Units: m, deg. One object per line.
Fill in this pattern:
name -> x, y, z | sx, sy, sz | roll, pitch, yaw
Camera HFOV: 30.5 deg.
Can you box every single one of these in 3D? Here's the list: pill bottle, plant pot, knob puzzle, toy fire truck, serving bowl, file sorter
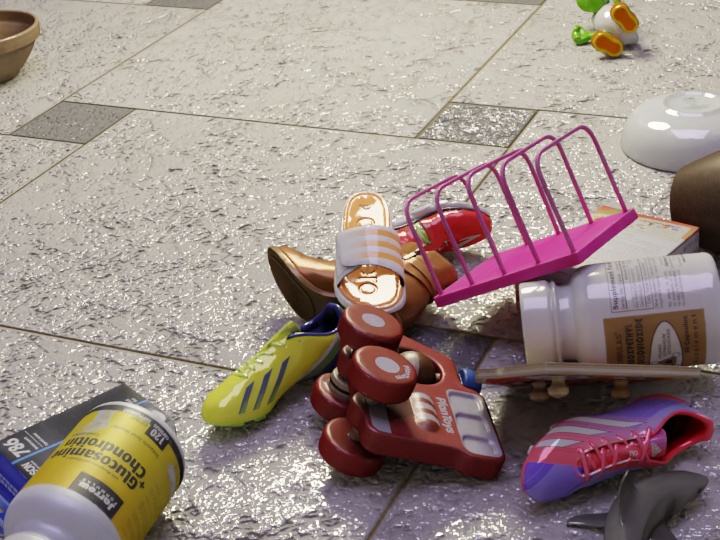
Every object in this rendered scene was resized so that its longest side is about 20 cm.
pill bottle -> -0.242, 0.213, 1.164 | 0.111, 0.113, 0.200 | 5, 30, 18
plant pot -> 0.472, -0.080, 1.548 | 0.199, 0.188, 0.187 | 0, 25, 41
knob puzzle -> 0.200, 0.113, 1.292 | 0.218, 0.031, 0.220 | -1, -8, 0
toy fire truck -> 0.048, 0.126, 1.307 | 0.167, 0.113, 0.200 | 15, 25, -15
serving bowl -> 0.470, -0.209, 1.873 | 0.199, 0.066, 0.200 | -4, 28, 2
file sorter -> 0.168, -0.063, 1.441 | 0.199, 0.126, 0.139 | -20, 8, 42
pill bottle -> 0.267, 0.048, 1.361 | 0.198, 0.115, 0.115 | -6, 28, 8
plant pot -> -0.664, -0.391, 2.353 | 0.199, 0.093, 0.201 | -4, 29, 2

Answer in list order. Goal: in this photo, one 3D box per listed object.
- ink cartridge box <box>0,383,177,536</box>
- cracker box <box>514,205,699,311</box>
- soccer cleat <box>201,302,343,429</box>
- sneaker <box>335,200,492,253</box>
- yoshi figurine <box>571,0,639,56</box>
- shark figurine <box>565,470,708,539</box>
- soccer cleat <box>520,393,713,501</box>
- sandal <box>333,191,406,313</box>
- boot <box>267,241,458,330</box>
ink cartridge box -> -0.290, 0.182, 1.306 | 0.199, 0.039, 0.099 | -27, 36, -33
cracker box -> 0.287, -0.002, 1.531 | 0.133, 0.058, 0.200 | 17, 35, 37
soccer cleat -> -0.090, 0.096, 1.382 | 0.200, 0.084, 0.065 | -28, 37, -36
sneaker -> 0.070, -0.024, 1.612 | 0.199, 0.077, 0.085 | -13, 48, -6
yoshi figurine -> 0.415, -0.447, 2.278 | 0.112, 0.113, 0.200 | -9, 25, 7
shark figurine -> 0.235, 0.219, 1.109 | 0.127, 0.090, 0.215 | -1, 27, 11
soccer cleat -> 0.237, 0.164, 1.223 | 0.199, 0.067, 0.076 | -17, 16, -30
sandal -> 0.005, -0.035, 1.479 | 0.079, 0.059, 0.207 | -4, 43, -2
boot -> 0.000, 0.000, 1.528 | 0.155, 0.077, 0.200 | -35, 45, -26
